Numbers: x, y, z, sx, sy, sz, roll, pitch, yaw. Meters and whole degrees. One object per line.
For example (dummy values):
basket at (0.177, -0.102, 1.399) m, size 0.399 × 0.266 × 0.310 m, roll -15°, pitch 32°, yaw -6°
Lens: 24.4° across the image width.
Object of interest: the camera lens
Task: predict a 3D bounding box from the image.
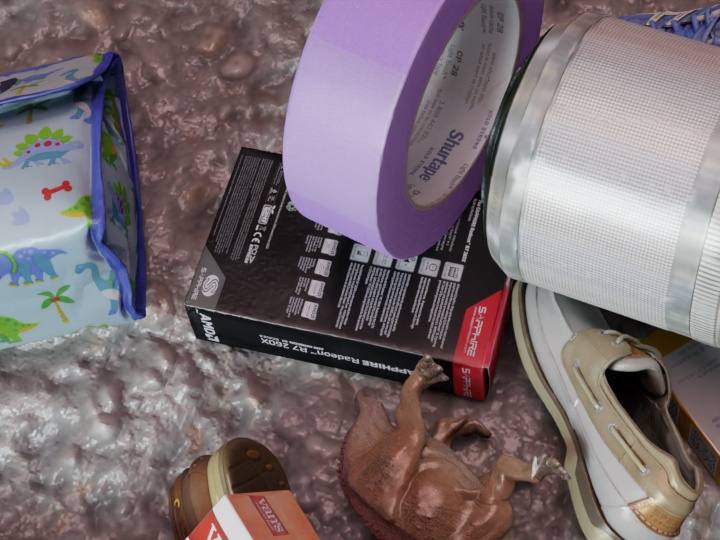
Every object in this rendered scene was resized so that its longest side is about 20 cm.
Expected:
camera lens at (0.178, -0.049, 0.945) m, size 0.198 × 0.160 × 0.161 m, roll 19°, pitch 65°, yaw 19°

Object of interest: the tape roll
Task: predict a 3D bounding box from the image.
tape roll at (0.034, -0.111, 0.976) m, size 0.065 × 0.201 × 0.201 m, roll 25°, pitch 67°, yaw 20°

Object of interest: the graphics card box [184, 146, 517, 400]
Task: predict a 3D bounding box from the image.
graphics card box at (0.000, 0.000, 1.059) m, size 0.198 × 0.051 × 0.127 m, roll 11°, pitch 62°, yaw 11°

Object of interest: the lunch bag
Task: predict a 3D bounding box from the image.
lunch bag at (-0.233, -0.057, 1.081) m, size 0.168 × 0.128 × 0.201 m, roll -11°, pitch 48°, yaw 3°

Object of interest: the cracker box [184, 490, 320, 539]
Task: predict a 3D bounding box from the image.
cracker box at (-0.078, 0.231, 0.875) m, size 0.200 × 0.057 × 0.134 m, roll -50°, pitch 59°, yaw 23°

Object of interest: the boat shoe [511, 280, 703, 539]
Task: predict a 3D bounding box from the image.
boat shoe at (0.148, 0.070, 0.972) m, size 0.068 × 0.074 × 0.201 m, roll -44°, pitch 46°, yaw 32°

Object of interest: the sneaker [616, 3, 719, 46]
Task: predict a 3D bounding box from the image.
sneaker at (0.222, -0.149, 1.101) m, size 0.198 × 0.077 × 0.076 m, roll 1°, pitch 63°, yaw 8°

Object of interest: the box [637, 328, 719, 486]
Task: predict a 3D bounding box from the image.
box at (0.265, 0.097, 0.984) m, size 0.118 × 0.042 × 0.201 m, roll -28°, pitch 65°, yaw -9°

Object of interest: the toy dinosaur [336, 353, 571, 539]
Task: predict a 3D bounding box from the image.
toy dinosaur at (0.036, 0.140, 0.964) m, size 0.136 × 0.086 × 0.200 m, roll -45°, pitch 60°, yaw -10°

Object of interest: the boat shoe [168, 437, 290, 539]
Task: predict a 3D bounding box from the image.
boat shoe at (-0.066, 0.201, 0.954) m, size 0.067 × 0.072 × 0.202 m, roll -26°, pitch 65°, yaw 30°
